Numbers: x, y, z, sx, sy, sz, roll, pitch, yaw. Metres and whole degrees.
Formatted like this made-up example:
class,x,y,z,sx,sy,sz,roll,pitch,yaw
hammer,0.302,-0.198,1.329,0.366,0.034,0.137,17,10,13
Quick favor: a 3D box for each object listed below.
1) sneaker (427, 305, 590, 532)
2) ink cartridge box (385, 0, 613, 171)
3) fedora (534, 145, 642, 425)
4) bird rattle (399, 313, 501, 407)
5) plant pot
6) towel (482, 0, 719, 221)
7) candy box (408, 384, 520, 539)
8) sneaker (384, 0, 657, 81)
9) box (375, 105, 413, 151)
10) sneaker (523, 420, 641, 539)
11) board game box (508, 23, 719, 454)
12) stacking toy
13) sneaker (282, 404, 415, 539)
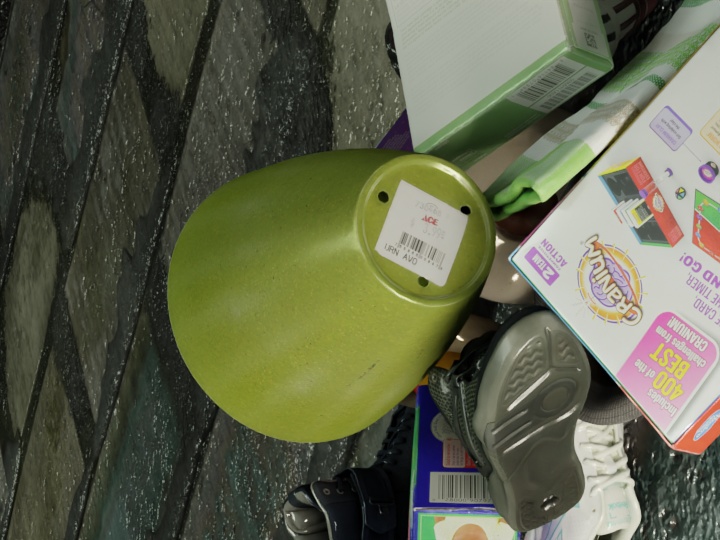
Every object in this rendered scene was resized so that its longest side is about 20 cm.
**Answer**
class,x,y,z,sx,sy,sz,roll,pitch,yaw
sneaker,0.084,0.066,1.250,0.114,0.076,0.200,55,168,31
ink cartridge box,0.078,-0.184,1.344,0.145,0.048,0.201,-35,54,40
fedora,0.190,0.002,1.256,0.200,0.090,0.177,122,145,-49
bird rattle,0.038,0.070,1.528,0.200,0.162,0.113,125,156,-48
plant pot,0.000,0.000,1.303,0.200,0.186,0.188,152,120,-62
towel,0.156,-0.107,1.229,0.031,0.200,0.149,49,170,-1
candy box,0.070,0.204,1.426,0.169,0.077,0.201,-83,-7,-65
sneaker,0.119,-0.166,1.426,0.199,0.115,0.076,3,116,45
box,0.043,-0.094,1.543,0.200,0.039,0.137,-54,-2,-25
sneaker,0.154,0.131,1.369,0.080,0.070,0.201,-160,68,-63
board game box,0.196,-0.025,1.126,0.200,0.040,0.153,-48,59,16
stacking toy,0.112,-0.080,1.473,0.200,0.145,0.147,-86,10,-63
sneaker,0.012,0.145,1.613,0.077,0.146,0.203,127,143,-57
